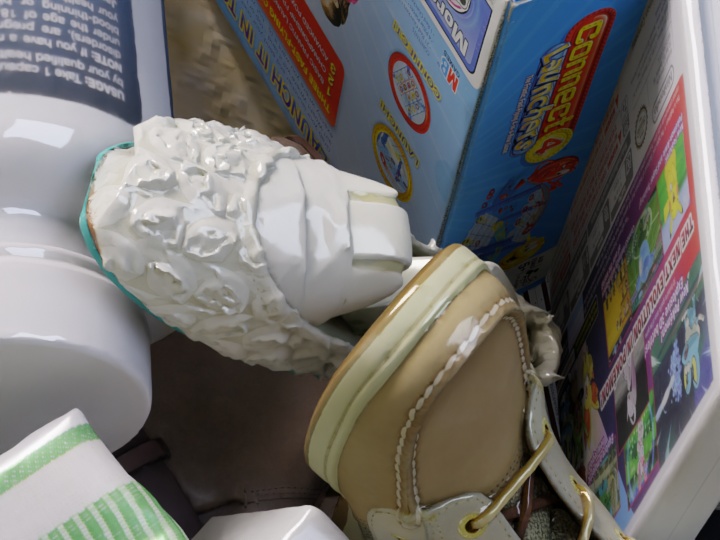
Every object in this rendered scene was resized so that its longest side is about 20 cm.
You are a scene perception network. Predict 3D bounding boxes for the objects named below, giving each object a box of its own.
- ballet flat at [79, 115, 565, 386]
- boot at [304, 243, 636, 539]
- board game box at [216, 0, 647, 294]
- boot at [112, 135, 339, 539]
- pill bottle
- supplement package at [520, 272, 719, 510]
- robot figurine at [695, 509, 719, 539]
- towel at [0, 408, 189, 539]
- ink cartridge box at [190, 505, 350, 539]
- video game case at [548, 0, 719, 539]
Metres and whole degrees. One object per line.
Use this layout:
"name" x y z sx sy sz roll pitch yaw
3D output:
"ballet flat" 0.000 0.000 0.740 0.200 0.072 0.072 29 49 -52
"boot" 0.062 0.086 0.688 0.155 0.200 0.072 39 69 20
"board game box" 0.008 -0.112 0.817 0.056 0.196 0.200 -22 66 -19
"boot" -0.057 0.047 0.808 0.146 0.070 0.200 -3 64 -33
"pill bottle" -0.115 -0.045 0.750 0.119 0.120 0.200 16 52 -34
"supplement package" 0.175 0.007 0.930 0.191 0.200 0.147 5 66 -40
"robot figurine" 0.118 0.183 0.848 0.125 0.150 0.200 55 40 -34
"towel" -0.077 0.144 0.622 0.152 0.023 0.200 -32 64 -18
"ink cartridge box" -0.042 0.185 0.693 0.144 0.084 0.200 47 65 -12
"video game case" 0.090 -0.002 0.768 0.023 0.200 0.183 2 63 -7
